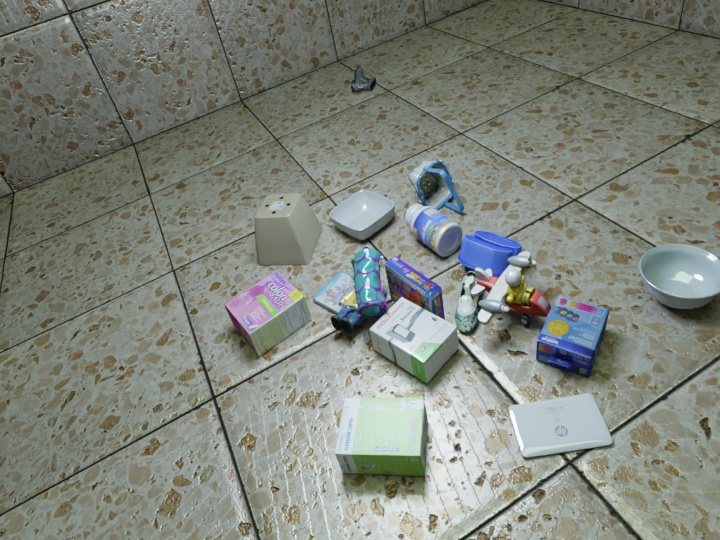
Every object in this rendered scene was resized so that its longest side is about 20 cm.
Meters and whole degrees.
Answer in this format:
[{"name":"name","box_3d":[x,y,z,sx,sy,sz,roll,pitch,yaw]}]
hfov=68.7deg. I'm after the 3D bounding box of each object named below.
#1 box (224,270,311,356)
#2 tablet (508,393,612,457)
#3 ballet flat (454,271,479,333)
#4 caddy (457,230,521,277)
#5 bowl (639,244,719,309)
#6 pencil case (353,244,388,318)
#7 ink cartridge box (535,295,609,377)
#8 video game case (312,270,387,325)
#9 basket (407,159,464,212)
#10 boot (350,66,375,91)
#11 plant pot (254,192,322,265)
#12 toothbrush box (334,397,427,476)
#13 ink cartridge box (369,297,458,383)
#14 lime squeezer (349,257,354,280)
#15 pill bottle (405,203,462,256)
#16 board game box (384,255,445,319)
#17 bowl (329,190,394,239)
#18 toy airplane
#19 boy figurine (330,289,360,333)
[{"name":"box","box_3d":[-0.278,0.125,1.588,0.197,0.099,0.175,-33,43,-21]},{"name":"tablet","box_3d":[0.440,0.343,1.175,0.193,0.014,0.132,-11,40,6]},{"name":"ballet flat","box_3d":[0.300,0.080,1.478,0.072,0.076,0.203,1,42,18]},{"name":"caddy","box_3d":[0.383,-0.039,1.563,0.197,0.108,0.139,25,29,38]},{"name":"bowl","box_3d":[0.817,0.032,1.350,0.194,0.092,0.204,-8,40,7]},{"name":"pencil case","box_3d":[0.028,0.033,1.491,0.090,0.086,0.205,-16,52,16]},{"name":"ink cartridge box","box_3d":[0.519,0.170,1.301,0.133,0.078,0.201,15,50,31]},{"name":"video game case","box_3d":[-0.034,0.081,1.622,0.197,0.018,0.143,23,54,37]},{"name":"basket","box_3d":[0.268,-0.290,1.839,0.139,0.178,0.199,-44,32,-12]},{"name":"boot","box_3d":[0.027,-1.030,2.851,0.127,0.071,0.205,2,54,15]},{"name":"plant pot","box_3d":[-0.264,-0.156,1.843,0.193,0.181,0.203,0,41,17]},{"name":"toothbrush box","box_3d":[0.052,0.376,1.203,0.193,0.088,0.148,-3,41,13]},{"name":"ink cartridge box","box_3d":[0.141,0.180,1.400,0.197,0.086,0.145,26,55,39]},{"name":"lime squeezer","box_3d":[0.000,0.000,1.647,0.037,0.073,0.199,-5,-3,23]},{"name":"pill bottle","box_3d":[0.231,-0.140,1.717,0.110,0.114,0.200,-29,41,-18]},{"name":"board game box","box_3d":[0.153,0.064,1.490,0.044,0.137,0.199,-31,42,-22]},{"name":"bowl","box_3d":[0.010,-0.191,1.876,0.198,0.076,0.197,-38,45,-24]},{"name":"toy airplane","box_3d":[0.387,0.040,1.393,0.192,0.143,0.205,-9,54,1]},{"name":"boy figurine","box_3d":[-0.003,0.093,1.537,0.121,0.066,0.201,13,50,33]}]
